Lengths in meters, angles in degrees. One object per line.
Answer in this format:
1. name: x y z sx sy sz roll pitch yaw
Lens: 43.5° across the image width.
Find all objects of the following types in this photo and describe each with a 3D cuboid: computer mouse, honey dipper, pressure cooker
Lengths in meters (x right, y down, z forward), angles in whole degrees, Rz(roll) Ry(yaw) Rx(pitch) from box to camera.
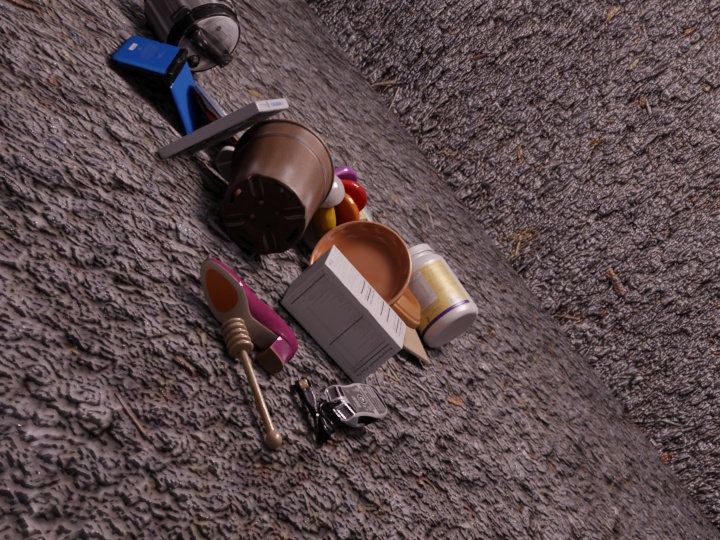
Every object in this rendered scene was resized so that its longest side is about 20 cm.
1. computer mouse: -0.027 0.217 1.407 0.199 0.044 0.110 13 35 -55
2. honey dipper: -0.147 0.156 1.242 0.038 0.038 0.202 26 33 -53
3. pressure cooker: -0.353 -0.526 1.939 0.174 0.179 0.201 -17 62 -34

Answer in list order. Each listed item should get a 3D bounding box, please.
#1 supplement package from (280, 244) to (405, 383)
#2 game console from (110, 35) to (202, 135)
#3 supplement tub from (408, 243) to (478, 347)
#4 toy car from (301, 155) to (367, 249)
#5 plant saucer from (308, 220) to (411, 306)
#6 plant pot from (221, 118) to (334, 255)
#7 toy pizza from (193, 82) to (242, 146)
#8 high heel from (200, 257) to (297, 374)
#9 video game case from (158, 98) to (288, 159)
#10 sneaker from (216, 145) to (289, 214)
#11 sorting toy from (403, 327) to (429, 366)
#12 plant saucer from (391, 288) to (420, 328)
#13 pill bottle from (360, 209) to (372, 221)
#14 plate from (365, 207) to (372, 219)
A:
1. supplement package: -0.026 0.077 1.580 0.200 0.113 0.110 48 17 -10
2. game console: -0.389 -0.360 1.752 0.168 0.120 0.201 14 24 -8
3. supplement tub: 0.160 0.056 2.053 0.201 0.145 0.145 56 18 23
4. toy car: -0.065 -0.157 1.831 0.176 0.148 0.201 100 -33 -49
5. plant saucer: 0.000 0.000 1.721 0.201 0.198 0.038 58 -12 26
6. plant pot: -0.156 -0.139 1.612 0.200 0.200 0.199 44 26 -17
7. toy pizza: -0.273 -0.292 1.815 0.201 0.032 0.200 50 1 -1
8. high heel: -0.162 0.055 1.347 0.201 0.067 0.096 50 22 -10
9. video game case: -0.239 -0.254 1.603 0.022 0.197 0.182 66 15 -7
10. sneaker: -0.196 -0.176 1.769 0.200 0.070 0.081 43 15 -20
11. sorting toy: 0.060 0.100 1.905 0.200 0.036 0.186 41 18 -41
12. plant saucer: 0.057 0.031 1.830 0.200 0.037 0.200 46 9 -10
13. pill bottle: -0.055 -0.133 1.968 0.201 0.109 0.109 57 18 24
14. plate: -0.044 -0.179 2.245 0.200 0.026 0.201 45 16 -17
